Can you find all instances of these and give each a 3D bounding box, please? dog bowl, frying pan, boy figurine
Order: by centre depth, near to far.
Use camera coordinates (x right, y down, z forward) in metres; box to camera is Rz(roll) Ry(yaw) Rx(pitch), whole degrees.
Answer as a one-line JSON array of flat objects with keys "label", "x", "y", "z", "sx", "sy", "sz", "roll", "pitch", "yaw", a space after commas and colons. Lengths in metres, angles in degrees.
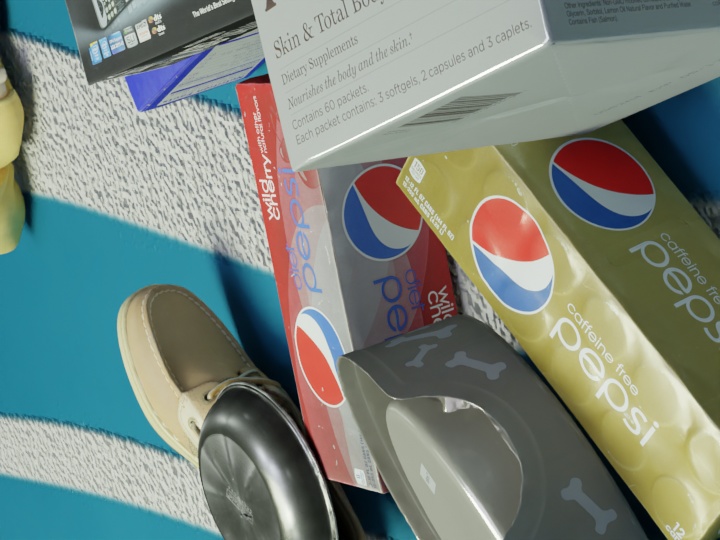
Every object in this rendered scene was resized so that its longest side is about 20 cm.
[{"label": "dog bowl", "x": 0.066, "y": 0.107, "z": 0.967, "sx": 0.201, "sy": 0.058, "sz": 0.200, "roll": 56, "pitch": 169, "yaw": 16}, {"label": "frying pan", "x": -0.061, "y": 0.133, "z": 1.177, "sx": 0.115, "sy": 0.031, "sz": 0.190, "roll": 57, "pitch": 148, "yaw": 19}, {"label": "boy figurine", "x": -0.261, "y": -0.108, "z": 1.467, "sx": 0.124, "sy": 0.064, "sz": 0.202, "roll": 18, "pitch": 117, "yaw": 52}]

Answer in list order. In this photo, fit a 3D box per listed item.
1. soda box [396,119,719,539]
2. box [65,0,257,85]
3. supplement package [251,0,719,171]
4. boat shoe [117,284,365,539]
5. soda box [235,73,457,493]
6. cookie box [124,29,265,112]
[{"label": "soda box", "x": 0.103, "y": 0.009, "z": 0.895, "sx": 0.200, "sy": 0.064, "sz": 0.068, "roll": 53, "pitch": 145, "yaw": 20}, {"label": "box", "x": -0.073, "y": -0.181, "z": 0.981, "sx": 0.199, "sy": 0.050, "sz": 0.159, "roll": -13, "pitch": 94, "yaw": 53}, {"label": "supplement package", "x": 0.049, "y": -0.157, "z": 0.796, "sx": 0.151, "sy": 0.150, "sz": 0.202, "roll": -22, "pitch": 80, "yaw": 52}, {"label": "boat shoe", "x": -0.060, "y": 0.084, "z": 1.228, "sx": 0.201, "sy": 0.071, "sz": 0.065, "roll": 55, "pitch": 143, "yaw": 11}, {"label": "soda box", "x": 0.000, "y": 0.000, "z": 1.082, "sx": 0.070, "sy": 0.063, "sz": 0.202, "roll": 8, "pitch": 111, "yaw": 59}, {"label": "cookie box", "x": -0.075, "y": -0.197, "z": 1.094, "sx": 0.200, "sy": 0.075, "sz": 0.172, "roll": -34, "pitch": 77, "yaw": 58}]
